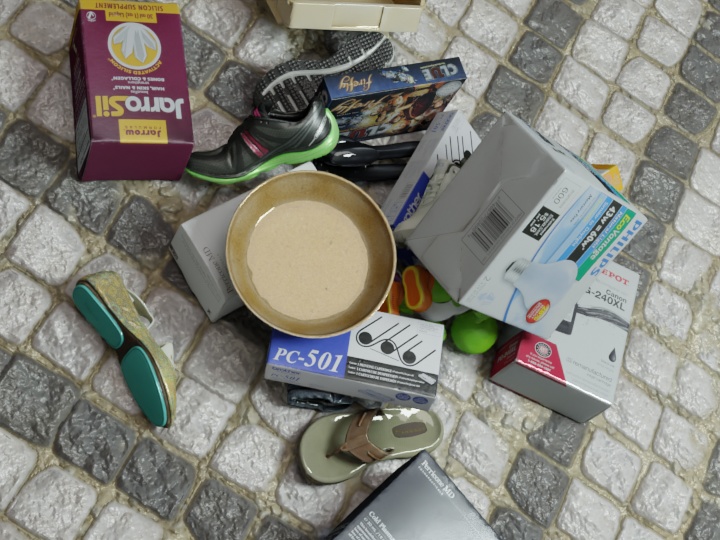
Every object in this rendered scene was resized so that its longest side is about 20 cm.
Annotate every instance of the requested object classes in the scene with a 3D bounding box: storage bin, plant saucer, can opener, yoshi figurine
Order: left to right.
[{"bbox_3d":[-0.058,-0.015,1.464,0.197,0.035,0.204,3,71,-10],"label":"plant saucer"},{"bbox_3d":[-0.031,-0.403,1.706,0.197,0.095,0.200,-2,40,-22],"label":"storage bin"},{"bbox_3d":[0.024,-0.141,1.674,0.197,0.064,0.078,-1,24,-35],"label":"can opener"},{"bbox_3d":[0.112,0.055,1.583,0.198,0.113,0.112,7,25,-46],"label":"yoshi figurine"}]

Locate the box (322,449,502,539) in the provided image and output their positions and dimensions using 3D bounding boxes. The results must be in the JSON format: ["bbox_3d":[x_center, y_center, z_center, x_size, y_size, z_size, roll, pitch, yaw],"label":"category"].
[{"bbox_3d":[0.062,0.346,1.445,0.181,0.104,0.201,-38,84,-29],"label":"box"}]

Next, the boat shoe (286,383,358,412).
[{"bbox_3d":[0.002,0.125,1.545,0.197,0.071,0.092,2,67,-12],"label":"boat shoe"}]

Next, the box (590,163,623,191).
[{"bbox_3d":[0.241,-0.085,1.697,0.199,0.118,0.042,-33,113,-28],"label":"box"}]

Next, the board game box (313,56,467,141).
[{"bbox_3d":[0.026,-0.216,1.664,0.197,0.136,0.035,-13,72,-24],"label":"board game box"}]

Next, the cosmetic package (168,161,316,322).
[{"bbox_3d":[-0.121,-0.036,1.558,0.199,0.081,0.114,-30,83,-30],"label":"cosmetic package"}]

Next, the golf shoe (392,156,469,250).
[{"bbox_3d":[0.097,-0.086,1.591,0.199,0.078,0.099,-25,100,-50],"label":"golf shoe"}]

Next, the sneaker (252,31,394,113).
[{"bbox_3d":[-0.048,-0.246,1.691,0.197,0.080,0.075,-21,77,-9],"label":"sneaker"}]

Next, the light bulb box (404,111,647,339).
[{"bbox_3d":[0.196,-0.048,1.498,0.199,0.199,0.125,20,24,-47],"label":"light bulb box"}]

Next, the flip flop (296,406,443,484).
[{"bbox_3d":[0.015,0.199,1.518,0.197,0.058,0.082,-7,70,-24],"label":"flip flop"}]

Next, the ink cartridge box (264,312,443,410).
[{"bbox_3d":[-0.007,0.094,1.481,0.197,0.044,0.095,11,60,-4],"label":"ink cartridge box"}]

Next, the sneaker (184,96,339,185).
[{"bbox_3d":[-0.127,-0.165,1.583,0.197,0.077,0.085,-18,111,0],"label":"sneaker"}]

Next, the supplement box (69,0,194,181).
[{"bbox_3d":[-0.284,-0.221,1.566,0.129,0.103,0.203,-2,68,-22],"label":"supplement box"}]

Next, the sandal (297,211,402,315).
[{"bbox_3d":[0.004,-0.007,1.554,0.202,0.050,0.083,36,80,-39],"label":"sandal"}]

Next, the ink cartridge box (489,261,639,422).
[{"bbox_3d":[0.267,0.071,1.656,0.143,0.083,0.202,24,61,-9],"label":"ink cartridge box"}]

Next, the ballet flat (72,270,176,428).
[{"bbox_3d":[-0.254,0.084,1.467,0.070,0.071,0.201,-31,80,-29],"label":"ballet flat"}]

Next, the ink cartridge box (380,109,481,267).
[{"bbox_3d":[0.097,-0.104,1.664,0.094,0.044,0.201,48,59,-32],"label":"ink cartridge box"}]
